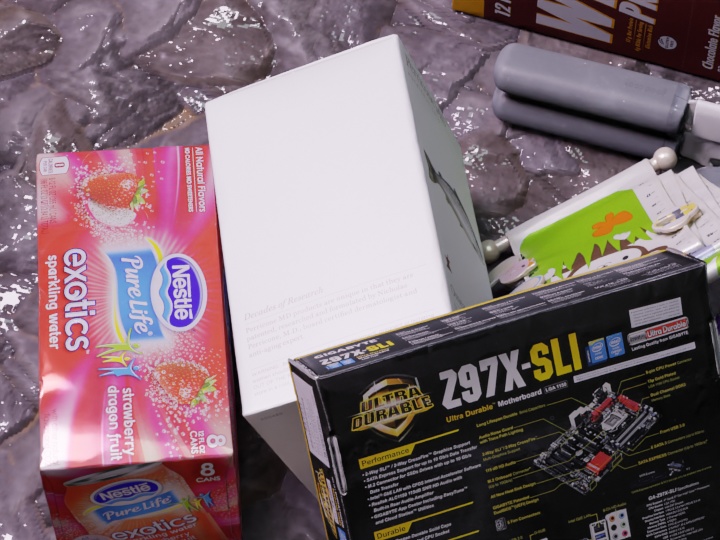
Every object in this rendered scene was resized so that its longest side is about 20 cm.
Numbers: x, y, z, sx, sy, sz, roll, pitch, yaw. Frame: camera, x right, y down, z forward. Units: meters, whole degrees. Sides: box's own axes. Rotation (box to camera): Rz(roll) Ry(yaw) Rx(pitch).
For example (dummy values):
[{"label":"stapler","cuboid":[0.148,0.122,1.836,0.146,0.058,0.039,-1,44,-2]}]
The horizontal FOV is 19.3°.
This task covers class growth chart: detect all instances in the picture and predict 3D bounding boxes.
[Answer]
[{"label":"growth chart","cuboid":[0.141,-0.014,1.121,0.144,0.018,0.200,-30,19,-5]}]

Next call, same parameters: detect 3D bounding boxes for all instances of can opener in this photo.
[{"label":"can opener","cuboid":[0.168,-0.075,1.224,0.198,0.054,0.067,15,56,12]}]

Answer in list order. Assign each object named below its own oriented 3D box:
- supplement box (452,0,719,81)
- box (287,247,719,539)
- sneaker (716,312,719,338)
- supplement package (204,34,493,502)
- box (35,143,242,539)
[{"label":"supplement box","cuboid":[0.180,-0.247,1.295,0.198,0.133,0.198,17,57,12]},{"label":"box","cuboid":[0.080,0.093,1.001,0.198,0.161,0.049,-16,14,-14]},{"label":"sneaker","cuboid":[0.259,0.009,1.116,0.080,0.084,0.199,36,39,28]},{"label":"supplement package","cuboid":[0.000,0.000,1.117,0.116,0.117,0.201,-19,55,13]},{"label":"box","cuboid":[-0.118,0.039,1.120,0.099,0.096,0.201,-4,55,-3]}]
